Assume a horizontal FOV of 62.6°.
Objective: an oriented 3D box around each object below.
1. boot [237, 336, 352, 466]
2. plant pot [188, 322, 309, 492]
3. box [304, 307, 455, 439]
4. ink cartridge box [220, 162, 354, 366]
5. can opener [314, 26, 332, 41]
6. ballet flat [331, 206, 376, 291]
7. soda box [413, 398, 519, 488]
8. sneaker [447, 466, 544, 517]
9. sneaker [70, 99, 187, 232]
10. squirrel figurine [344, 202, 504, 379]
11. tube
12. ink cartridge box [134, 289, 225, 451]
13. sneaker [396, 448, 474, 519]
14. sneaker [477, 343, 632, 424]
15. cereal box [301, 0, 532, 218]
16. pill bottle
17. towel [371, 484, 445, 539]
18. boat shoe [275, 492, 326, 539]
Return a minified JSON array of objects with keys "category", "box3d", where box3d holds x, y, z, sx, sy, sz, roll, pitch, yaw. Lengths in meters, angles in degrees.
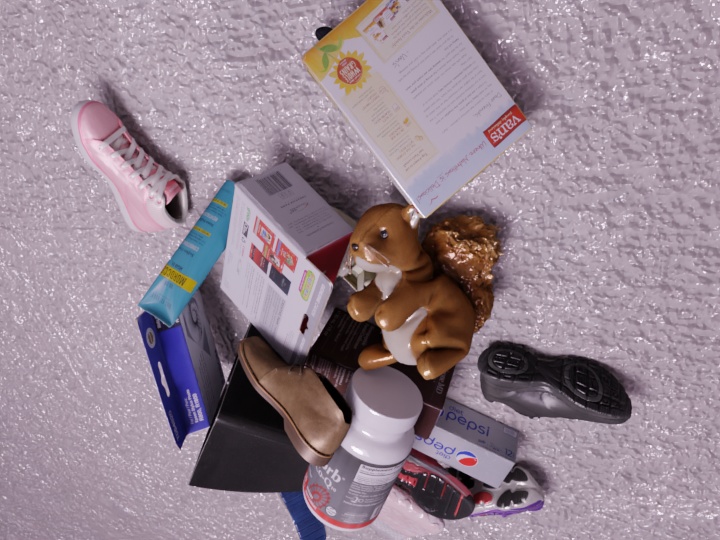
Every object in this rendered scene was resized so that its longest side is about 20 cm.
[{"category":"boot","box3d":[-0.081,0.139,0.735,0.200,0.073,0.076,44,105,32]},{"category":"plant pot","box3d":[-0.136,0.229,0.921,0.175,0.201,0.201,23,129,-10]},{"category":"box","box3d":[0.027,0.144,0.843,0.198,0.100,0.076,24,129,6]},{"category":"ink cartridge box","box3d":[-0.087,0.003,0.753,0.176,0.083,0.201,45,141,18]},{"category":"can opener","box3d":[0.026,-0.194,0.641,0.200,0.079,0.063,44,137,2]},{"category":"ballet flat","box3d":[0.000,0.000,0.779,0.200,0.070,0.069,46,127,-11]},{"category":"soda box","box3d":[0.132,0.242,0.887,0.198,0.064,0.069,23,127,7]},{"category":"sneaker","box3d":[0.196,0.366,0.940,0.198,0.081,0.084,-14,134,36]},{"category":"sneaker","box3d":[-0.300,-0.140,0.805,0.103,0.076,0.202,3,131,26]},{"category":"squirrel figurine","box3d":[0.072,0.002,0.699,0.141,0.198,0.189,-2,111,63]},{"category":"tube","box3d":[-0.211,-0.024,0.776,0.077,0.201,0.050,20,163,41]},{"category":"ink cartridge box","box3d":[-0.253,0.123,0.866,0.040,0.200,0.203,-12,106,0]},{"category":"sneaker","box3d":[0.092,0.300,0.916,0.198,0.087,0.075,28,122,14]},{"category":"sneaker","box3d":[0.253,0.161,0.786,0.197,0.076,0.092,16,137,21]},{"category":"cereal box","box3d":[0.056,-0.175,0.594,0.143,0.040,0.201,-38,96,1]},{"category":"pill bottle","box3d":[0.003,0.228,0.766,0.114,0.116,0.202,24,118,6]},{"category":"towel","box3d":[0.025,0.407,1.038,0.199,0.032,0.191,34,143,-2]},{"category":"boat shoe","box3d":[-0.123,0.412,1.097,0.072,0.071,0.203,177,78,-71]}]
